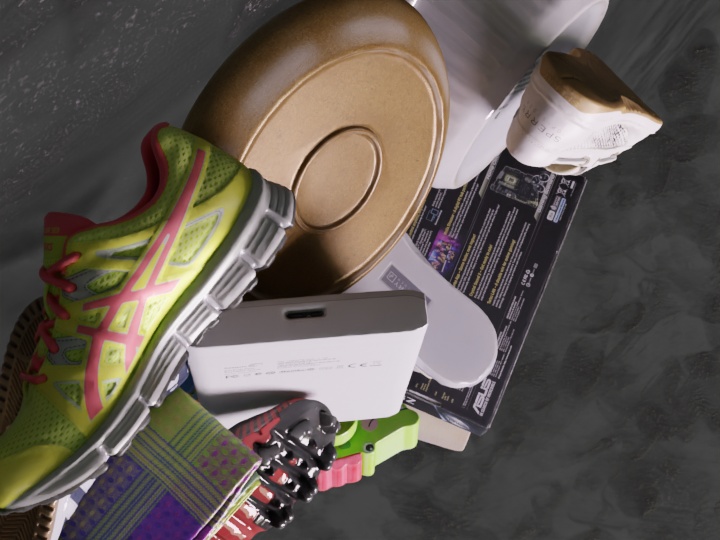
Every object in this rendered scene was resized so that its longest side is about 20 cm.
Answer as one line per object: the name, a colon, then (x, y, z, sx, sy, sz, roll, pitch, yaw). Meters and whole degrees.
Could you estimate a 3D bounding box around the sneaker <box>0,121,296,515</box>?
sneaker: (-0.121, 0.018, 0.585, 0.201, 0.090, 0.078, -54, -160, -16)

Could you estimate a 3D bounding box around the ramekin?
ramekin: (0.076, -0.143, 0.831, 0.203, 0.094, 0.202, -47, 171, -10)

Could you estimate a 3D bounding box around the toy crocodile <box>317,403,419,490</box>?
toy crocodile: (-0.052, 0.134, 0.903, 0.198, 0.062, 0.068, -9, 144, -13)

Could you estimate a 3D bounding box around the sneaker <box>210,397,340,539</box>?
sneaker: (-0.104, 0.137, 0.785, 0.200, 0.098, 0.071, -41, 134, 0)

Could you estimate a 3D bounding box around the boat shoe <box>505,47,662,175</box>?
boat shoe: (0.136, -0.096, 0.815, 0.069, 0.071, 0.200, -51, 162, 21)

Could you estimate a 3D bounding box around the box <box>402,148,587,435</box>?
box: (0.055, -0.004, 0.928, 0.044, 0.159, 0.201, 94, 18, -75)

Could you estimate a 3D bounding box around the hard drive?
hard drive: (-0.034, 0.059, 0.767, 0.131, 0.027, 0.200, -5, 160, -5)

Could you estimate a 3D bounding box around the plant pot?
plant pot: (-0.019, -0.053, 0.694, 0.199, 0.027, 0.201, -30, 140, -28)

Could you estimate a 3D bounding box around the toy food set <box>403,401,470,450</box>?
toy food set: (0.040, 0.022, 0.976, 0.060, 0.142, 0.202, 93, 15, -75)

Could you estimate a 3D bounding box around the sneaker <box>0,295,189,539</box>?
sneaker: (-0.161, 0.093, 0.701, 0.201, 0.070, 0.108, -63, 166, 20)

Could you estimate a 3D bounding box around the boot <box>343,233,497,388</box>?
boot: (0.000, 0.000, 0.832, 0.074, 0.200, 0.095, -44, -169, -15)

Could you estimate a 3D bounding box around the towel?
towel: (-0.165, 0.146, 0.725, 0.200, 0.143, 0.023, -50, 160, -8)

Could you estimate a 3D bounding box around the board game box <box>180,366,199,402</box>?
board game box: (-0.135, 0.091, 0.912, 0.200, 0.056, 0.196, -50, 171, 4)
